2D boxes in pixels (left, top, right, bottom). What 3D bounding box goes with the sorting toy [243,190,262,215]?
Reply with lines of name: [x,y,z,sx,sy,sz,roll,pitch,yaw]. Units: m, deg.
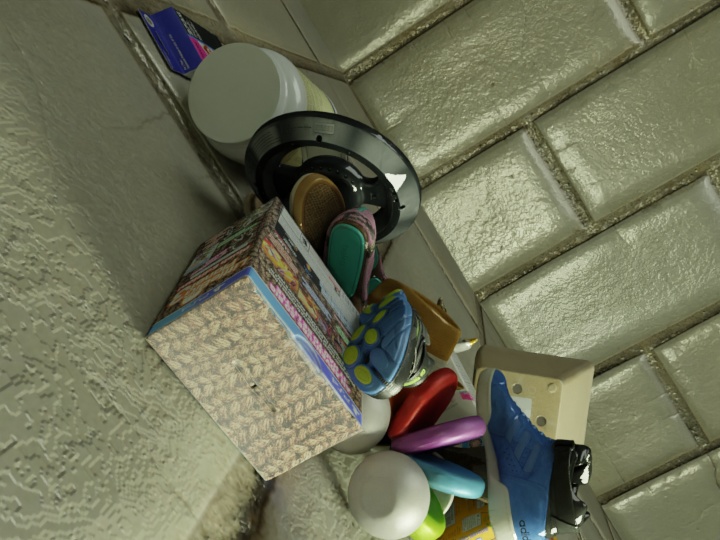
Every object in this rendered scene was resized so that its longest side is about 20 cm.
sorting toy: [-0.083,-0.013,0.944,0.200,0.036,0.185,63,12,-6]

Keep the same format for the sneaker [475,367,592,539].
sneaker: [0.189,0.189,0.785,0.077,0.111,0.200,62,21,-43]

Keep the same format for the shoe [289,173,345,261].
shoe: [-0.052,-0.034,0.793,0.053,0.070,0.200,29,-27,25]

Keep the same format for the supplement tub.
supplement tub: [-0.121,-0.202,0.958,0.145,0.145,0.200,62,12,12]

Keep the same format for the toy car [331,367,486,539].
toy car: [0.056,0.176,0.771,0.200,0.150,0.175,64,13,20]

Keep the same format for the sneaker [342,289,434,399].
sneaker: [0.036,0.071,0.663,0.083,0.071,0.200,53,9,-4]

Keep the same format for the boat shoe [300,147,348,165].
boat shoe: [-0.044,-0.093,0.908,0.060,0.074,0.200,-83,168,-77]

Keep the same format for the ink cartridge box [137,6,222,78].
ink cartridge box: [-0.232,-0.308,1.030,0.095,0.037,0.200,60,14,3]

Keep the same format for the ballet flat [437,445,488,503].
ballet flat: [0.127,0.243,0.871,0.046,0.200,0.067,55,51,-34]

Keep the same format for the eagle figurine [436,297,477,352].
eagle figurine: [0.120,0.142,1.178,0.152,0.151,0.200,28,43,-12]

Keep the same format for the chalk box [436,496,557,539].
chalk box: [0.182,0.365,0.897,0.200,0.124,0.125,58,13,-9]

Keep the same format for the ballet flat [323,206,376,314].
ballet flat: [-0.015,0.023,0.788,0.069,0.200,0.071,22,29,17]

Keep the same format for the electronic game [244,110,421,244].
electronic game: [-0.031,-0.095,0.803,0.200,0.200,0.042,50,45,-38]

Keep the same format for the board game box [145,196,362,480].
board game box: [-0.079,0.050,0.651,0.160,0.097,0.200,56,13,-18]

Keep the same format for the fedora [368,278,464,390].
fedora: [0.061,0.069,0.919,0.200,0.082,0.201,33,3,-2]

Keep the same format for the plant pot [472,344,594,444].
plant pot: [0.262,0.233,1.193,0.177,0.199,0.200,17,81,-69]

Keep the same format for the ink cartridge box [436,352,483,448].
ink cartridge box: [0.103,0.187,1.015,0.200,0.115,0.068,64,13,20]

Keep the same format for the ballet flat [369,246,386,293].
ballet flat: [0.000,0.000,1.023,0.200,0.069,0.071,62,-8,-30]
